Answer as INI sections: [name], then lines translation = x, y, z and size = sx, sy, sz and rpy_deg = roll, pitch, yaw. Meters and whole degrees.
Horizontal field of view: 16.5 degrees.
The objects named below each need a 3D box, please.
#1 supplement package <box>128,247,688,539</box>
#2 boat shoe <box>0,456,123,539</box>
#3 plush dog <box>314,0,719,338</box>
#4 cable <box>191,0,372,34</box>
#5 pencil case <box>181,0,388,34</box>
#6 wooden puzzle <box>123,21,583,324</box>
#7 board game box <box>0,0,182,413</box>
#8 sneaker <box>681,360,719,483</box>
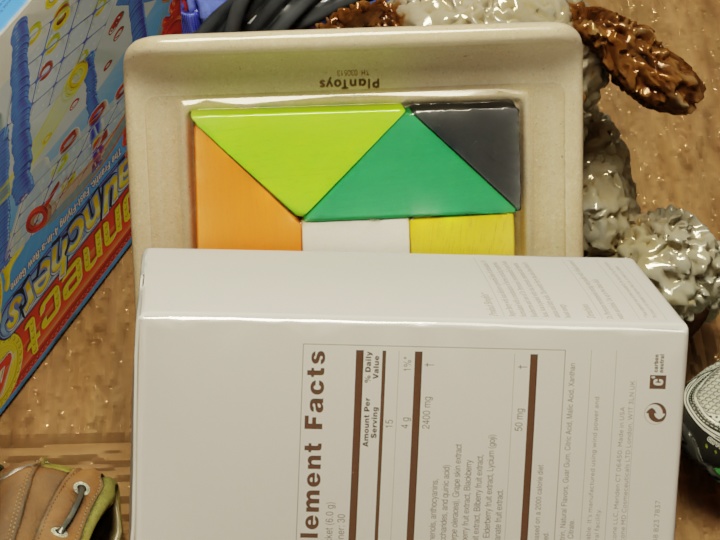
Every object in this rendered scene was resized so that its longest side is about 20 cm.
[supplement package]
translation = 0.013, 0.062, 0.948
size = 0.200, 0.120, 0.121
rpy_deg = 2, 13, -4
[boat shoe]
translation = -0.125, 0.149, 0.949
size = 0.068, 0.072, 0.200
rpy_deg = -2, 47, -1
[plush dog]
translation = 0.056, -0.057, 1.078
size = 0.200, 0.172, 0.161
rpy_deg = -4, 46, -4
[cable]
translation = 0.002, -0.112, 1.146
size = 0.200, 0.163, 0.051
rpy_deg = -19, 79, -14
[pencil case]
translation = -0.011, -0.152, 1.233
size = 0.200, 0.078, 0.087
rpy_deg = -14, 46, -14
[wooden puzzle]
translation = 0.000, 0.000, 1.010
size = 0.185, 0.200, 0.037
rpy_deg = -2, 18, -3
[board game box]
translation = -0.146, -0.061, 1.064
size = 0.056, 0.196, 0.200
rpy_deg = 20, 50, 17
[sneaker]
translation = 0.217, 0.031, 1.057
size = 0.200, 0.085, 0.078
rpy_deg = -23, 51, -20
